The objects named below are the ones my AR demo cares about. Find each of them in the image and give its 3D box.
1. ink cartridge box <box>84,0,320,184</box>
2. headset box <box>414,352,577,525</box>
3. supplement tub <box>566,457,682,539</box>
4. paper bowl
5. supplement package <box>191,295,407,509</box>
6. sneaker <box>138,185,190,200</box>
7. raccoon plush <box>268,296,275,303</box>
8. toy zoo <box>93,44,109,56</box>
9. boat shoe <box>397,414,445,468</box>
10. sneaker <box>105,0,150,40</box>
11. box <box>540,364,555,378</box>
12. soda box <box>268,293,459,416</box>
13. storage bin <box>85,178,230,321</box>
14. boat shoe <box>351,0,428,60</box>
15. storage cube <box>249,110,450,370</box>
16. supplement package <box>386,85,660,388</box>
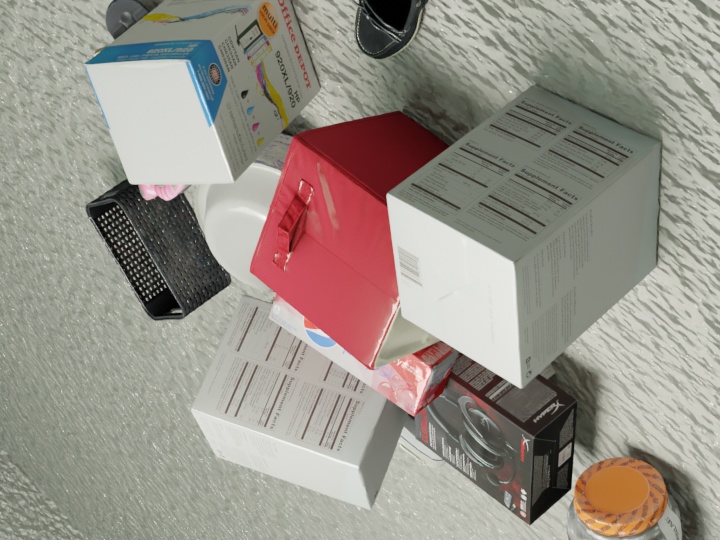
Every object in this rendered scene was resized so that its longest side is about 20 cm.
[{"bbox_3d":[-0.164,-0.205,1.554,0.144,0.200,0.148,1,125,31],"label":"ink cartridge box"},{"bbox_3d":[0.137,0.158,1.580,0.200,0.077,0.149,34,144,33],"label":"headset box"},{"bbox_3d":[0.287,0.305,1.555,0.122,0.122,0.201,27,142,40],"label":"supplement tub"},{"bbox_3d":[-0.103,-0.056,1.700,0.199,0.105,0.202,18,138,18],"label":"paper bowl"},{"bbox_3d":[-0.060,0.150,1.636,0.199,0.151,0.152,17,157,14],"label":"supplement package"},{"bbox_3d":[-0.213,-0.131,1.705,0.200,0.095,0.080,-167,60,-70],"label":"sneaker"},{"bbox_3d":[-0.013,0.089,1.768,0.199,0.097,0.134,17,140,14],"label":"raccoon plush"},{"bbox_3d":[-0.226,-0.202,1.780,0.020,0.130,0.201,-83,-28,-64],"label":"toy zoo"},{"bbox_3d":[0.039,0.175,1.848,0.200,0.072,0.066,38,145,11],"label":"boat shoe"},{"bbox_3d":[-0.248,-0.259,1.816,0.201,0.070,0.082,59,180,-20],"label":"sneaker"},{"bbox_3d":[0.148,0.126,1.653,0.039,0.041,0.200,56,153,-4],"label":"box"},{"bbox_3d":[0.003,0.065,1.529,0.199,0.063,0.070,33,124,20],"label":"soda box"},{"bbox_3d":[-0.291,-0.037,2.082,0.135,0.094,0.201,-6,118,58],"label":"storage bin"},{"bbox_3d":[0.028,-0.258,1.382,0.075,0.062,0.200,50,153,3],"label":"boat shoe"},{"bbox_3d":[0.024,-0.034,1.462,0.179,0.199,0.172,37,124,25],"label":"storage cube"},{"bbox_3d":[0.149,-0.035,1.299,0.150,0.200,0.152,30,145,35],"label":"supplement package"}]
